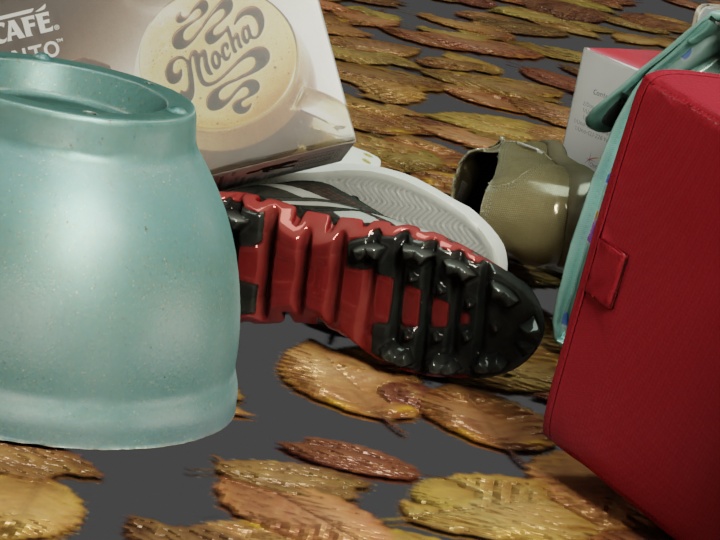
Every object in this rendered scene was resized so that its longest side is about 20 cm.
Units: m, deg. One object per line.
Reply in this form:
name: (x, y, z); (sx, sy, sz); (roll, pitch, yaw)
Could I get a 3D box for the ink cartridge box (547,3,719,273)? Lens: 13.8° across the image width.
ink cartridge box: (0.216, -0.075, 1.725); (0.200, 0.176, 0.084); (0, 18, -42)

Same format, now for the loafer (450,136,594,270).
loafer: (0.080, -0.040, 1.643); (0.067, 0.076, 0.200); (11, 0, -11)

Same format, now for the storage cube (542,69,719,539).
storage cube: (0.211, 0.030, 1.267); (0.171, 0.200, 0.180); (3, 22, -34)

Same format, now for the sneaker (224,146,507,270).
sneaker: (0.007, -0.033, 1.598); (0.200, 0.074, 0.116); (17, 18, 26)

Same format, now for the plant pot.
plant pot: (-0.140, -0.019, 1.294); (0.200, 0.134, 0.200); (11, 13, -3)

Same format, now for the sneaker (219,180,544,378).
sneaker: (0.000, 0.000, 1.464); (0.200, 0.071, 0.098); (14, 16, 15)

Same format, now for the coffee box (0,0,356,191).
coffee box: (-0.115, -0.088, 1.460); (0.200, 0.113, 0.080); (-14, -4, -7)

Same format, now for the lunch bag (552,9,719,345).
lunch bag: (0.195, -0.049, 1.550); (0.122, 0.200, 0.170); (19, 16, 27)
